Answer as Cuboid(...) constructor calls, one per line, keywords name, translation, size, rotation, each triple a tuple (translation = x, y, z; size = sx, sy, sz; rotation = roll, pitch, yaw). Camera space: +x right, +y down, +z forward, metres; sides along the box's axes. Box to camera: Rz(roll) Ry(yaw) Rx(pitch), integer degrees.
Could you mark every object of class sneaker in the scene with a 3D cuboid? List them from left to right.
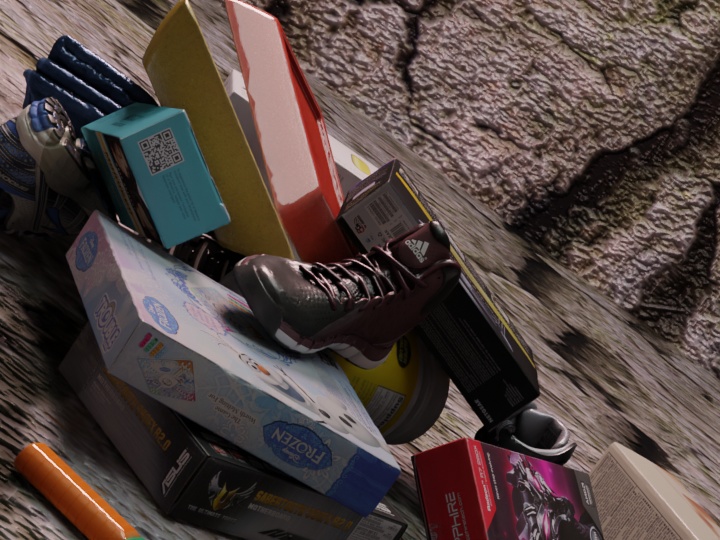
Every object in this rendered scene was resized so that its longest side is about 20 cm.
Cuboid(name="sneaker", translation=(-0.236, -0.060, 1.543), size=(0.200, 0.085, 0.077), rotation=(67, 2, -64))
Cuboid(name="sneaker", translation=(-0.097, 0.024, 1.689), size=(0.199, 0.074, 0.079), rotation=(24, -31, -8))
Cuboid(name="sneaker", translation=(0.000, 0.000, 1.395), size=(0.076, 0.115, 0.200), rotation=(58, 16, 20))
Cuboid(name="sneaker", translation=(0.136, 0.169, 1.651), size=(0.075, 0.114, 0.200), rotation=(43, 12, 33))

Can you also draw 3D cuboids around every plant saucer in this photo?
Cuboid(name="plant saucer", translation=(-0.113, -0.098, 1.540), size=(0.200, 0.048, 0.201), rotation=(-130, -163, -81))
Cuboid(name="plant saucer", translation=(-0.046, -0.088, 1.612), size=(0.200, 0.036, 0.201), rotation=(65, 9, -63))

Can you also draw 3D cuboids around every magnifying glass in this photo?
Cuboid(name="magnifying glass", translation=(-0.113, 0.164, 1.116), size=(0.200, 0.022, 0.079), rotation=(42, 12, 19))

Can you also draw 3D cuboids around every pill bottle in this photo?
Cuboid(name="pill bottle", translation=(-0.023, 0.068, 1.572), size=(0.114, 0.115, 0.200), rotation=(44, 12, 35))

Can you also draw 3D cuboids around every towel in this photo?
Cuboid(name="towel", translation=(-0.218, -0.105, 1.646), size=(0.111, 0.049, 0.200), rotation=(34, -23, 0))

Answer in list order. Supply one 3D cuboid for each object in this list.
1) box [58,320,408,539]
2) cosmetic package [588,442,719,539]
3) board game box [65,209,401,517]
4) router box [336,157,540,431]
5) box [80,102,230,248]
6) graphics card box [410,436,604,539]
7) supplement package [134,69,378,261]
Cuboid(name="box", translation=(-0.081, 0.115, 1.350), size=(0.199, 0.048, 0.158), rotation=(27, 15, -45))
Cuboid(name="cosmetic package", translation=(0.254, 0.246, 1.743), size=(0.087, 0.104, 0.200), rotation=(29, 14, -29))
Cuboid(name="board game box", translation=(-0.086, 0.056, 1.334), size=(0.198, 0.044, 0.200), rotation=(33, 9, -24))
Cuboid(name="router box", translation=(0.062, 0.015, 1.616), size=(0.201, 0.052, 0.157), rotation=(54, 8, -5))
Cuboid(name="box", translation=(-0.147, -0.069, 1.460), size=(0.083, 0.049, 0.200), rotation=(68, -12, -11))
Cuboid(name="graphics card box", translation=(0.115, 0.197, 1.485), size=(0.200, 0.051, 0.126), rotation=(24, 49, -56))
Cuboid(name="supplement package", translation=(-0.072, -0.050, 1.815), size=(0.199, 0.156, 0.111), rotation=(34, 10, -13))
